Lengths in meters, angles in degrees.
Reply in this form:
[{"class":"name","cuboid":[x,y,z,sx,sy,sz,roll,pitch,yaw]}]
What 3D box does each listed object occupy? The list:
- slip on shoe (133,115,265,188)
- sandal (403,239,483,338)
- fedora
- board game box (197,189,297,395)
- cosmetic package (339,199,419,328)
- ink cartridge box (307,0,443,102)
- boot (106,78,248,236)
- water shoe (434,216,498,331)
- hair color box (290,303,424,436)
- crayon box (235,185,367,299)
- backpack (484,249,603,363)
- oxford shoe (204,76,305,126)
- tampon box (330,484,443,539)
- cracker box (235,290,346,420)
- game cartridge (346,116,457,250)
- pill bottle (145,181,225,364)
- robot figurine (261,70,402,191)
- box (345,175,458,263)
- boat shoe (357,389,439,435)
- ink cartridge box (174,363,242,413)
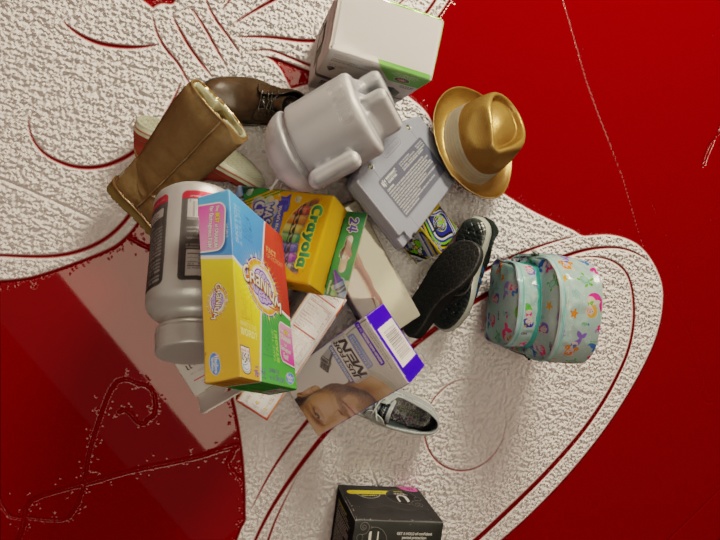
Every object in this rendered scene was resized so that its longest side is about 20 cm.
[{"class":"slip on shoe","cuboid":[-0.236,-0.160,0.788,0.197,0.075,0.062,19,120,-20]},{"class":"sandal","cuboid":[0.134,0.029,0.854,0.047,0.076,0.201,10,132,-32]},{"class":"fedora","cuboid":[0.202,-0.216,0.848,0.197,0.081,0.205,12,68,-33]},{"class":"board game box","cuboid":[-0.128,0.033,0.615,0.039,0.153,0.204,-12,72,12]},{"class":"cosmetic package","cuboid":[0.000,0.000,0.835,0.086,0.103,0.202,-32,99,-8]},{"class":"ink cartridge box","cuboid":[0.012,-0.308,0.769,0.142,0.200,0.086,11,93,-14]},{"class":"boot","cuboid":[-0.227,-0.123,0.734,0.199,0.067,0.175,-38,117,18]},{"class":"water shoe","cuboid":[0.182,0.010,0.895,0.078,0.071,0.204,-4,119,-51]},{"class":"hair color box","cuboid":[-0.016,0.150,0.791,0.199,0.065,0.110,-39,84,34]},{"class":"crayon box","cuboid":[-0.100,-0.043,0.743,0.196,0.052,0.128,9,75,24]},{"class":"backpack","cuboid":[0.293,0.059,0.863,0.147,0.200,0.182,5,93,-14]},{"class":"oxford shoe","cuboid":[-0.138,-0.251,0.794,0.196,0.084,0.074,8,93,-13]},{"class":"tampon box","cuboid":[0.031,0.469,0.857,0.147,0.126,0.205,9,90,-15]},{"class":"cracker box","cuboid":[-0.109,0.104,0.796,0.057,0.134,0.202,36,84,-13]},{"class":"game cartridge","cuboid":[0.064,-0.140,0.794,0.133,0.041,0.201,47,52,-9]},{"class":"pill bottle","cuboid":[-0.203,0.004,0.654,0.108,0.111,0.204,1,64,-14]},{"class":"robot figurine","cuboid":[-0.045,-0.180,0.711,0.197,0.172,0.113,-26,136,14]},{"class":"box","cuboid":[0.063,-0.112,0.853,0.201,0.070,0.064,49,57,-13]},{"class":"boat shoe","cuboid":[0.041,0.218,0.872,0.197,0.071,0.071,20,89,-12]},{"class":"ink cartridge box","cuboid":[-0.195,0.091,0.734,0.116,0.200,0.068,-28,120,-11]}]
